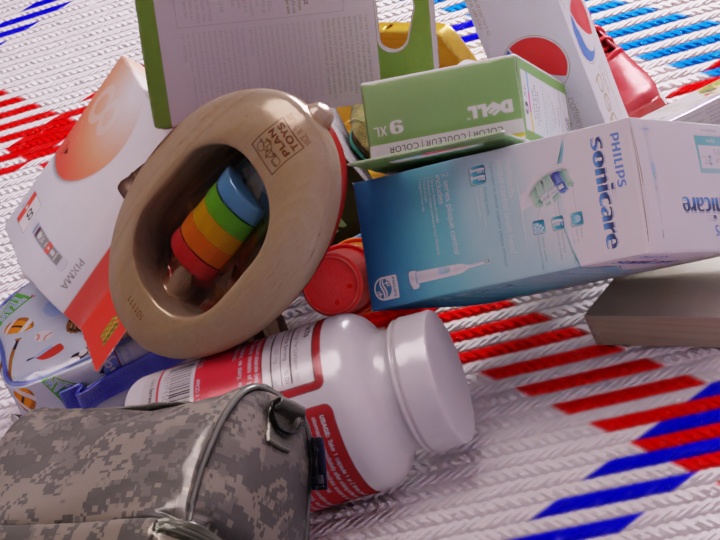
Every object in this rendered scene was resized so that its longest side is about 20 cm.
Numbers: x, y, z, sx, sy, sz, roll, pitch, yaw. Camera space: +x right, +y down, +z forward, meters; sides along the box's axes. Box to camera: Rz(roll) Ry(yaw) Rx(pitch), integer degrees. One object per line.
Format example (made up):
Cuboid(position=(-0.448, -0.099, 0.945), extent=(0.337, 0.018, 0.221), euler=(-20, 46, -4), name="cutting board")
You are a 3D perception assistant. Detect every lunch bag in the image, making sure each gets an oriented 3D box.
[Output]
Cuboid(position=(-0.171, 0.046, 1.783), extent=(0.199, 0.076, 0.160), euler=(-27, 29, -4), name="lunch bag")
Cuboid(position=(-0.127, 0.151, 1.415), extent=(0.199, 0.139, 0.169), euler=(-7, 62, 35), name="lunch bag")

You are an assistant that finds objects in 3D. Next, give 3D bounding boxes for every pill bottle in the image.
Cuboid(position=(-0.036, 0.093, 1.529), extent=(0.199, 0.113, 0.112), euler=(-17, 27, 15), name="pill bottle")

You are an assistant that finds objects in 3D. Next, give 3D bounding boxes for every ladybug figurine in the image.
Cuboid(position=(-0.074, -0.029, 1.525), extent=(0.200, 0.136, 0.072), euler=(-44, -22, 28), name="ladybug figurine")

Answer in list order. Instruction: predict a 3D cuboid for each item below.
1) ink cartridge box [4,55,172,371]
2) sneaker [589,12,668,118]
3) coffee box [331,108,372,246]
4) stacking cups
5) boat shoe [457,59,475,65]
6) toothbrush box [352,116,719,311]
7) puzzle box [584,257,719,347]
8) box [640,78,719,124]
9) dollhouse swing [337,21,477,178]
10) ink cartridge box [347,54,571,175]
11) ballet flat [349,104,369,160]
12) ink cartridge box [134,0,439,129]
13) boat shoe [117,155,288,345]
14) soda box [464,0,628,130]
Cuboid(position=(-0.177, -0.043, 1.738), extent=(0.163, 0.050, 0.200), euler=(-54, 26, 12), name="ink cartridge box")
Cuboid(position=(0.153, -0.171, 1.854), extent=(0.078, 0.116, 0.200), euler=(-31, 26, -13), name="sneaker")
Cuboid(position=(-0.069, -0.082, 1.765), extent=(0.114, 0.080, 0.200), euler=(-36, 34, 8), name="coffee box")
Cuboid(position=(0.000, 0.000, 1.630), extent=(0.060, 0.061, 0.200), euler=(-17, -2, 15), name="stacking cups")
Cuboid(position=(0.085, -0.093, 1.830), extent=(0.065, 0.072, 0.200), euler=(12, 29, 9), name="boat shoe")
Cuboid(position=(0.119, -0.033, 1.535), extent=(0.199, 0.086, 0.146), euler=(-11, -5, 34), name="toothbrush box")
Cuboid(position=(0.247, -0.019, 1.589), extent=(0.133, 0.026, 0.200), euler=(-1, 35, 43), name="puzzle box")
Cuboid(position=(0.227, -0.096, 1.670), extent=(0.199, 0.042, 0.039), euler=(-27, 19, -32), name="box")
Cuboid(position=(-0.034, -0.160, 1.933), extent=(0.181, 0.177, 0.200), euler=(6, 39, 48), name="dollhouse swing")
Cuboid(position=(0.064, -0.095, 1.574), extent=(0.103, 0.060, 0.200), euler=(-9, -5, 17), name="ink cartridge box")
Cuboid(position=(0.025, -0.128, 1.806), extent=(0.070, 0.071, 0.200), euler=(-22, 19, 6), name="ballet flat")
Cuboid(position=(-0.051, -0.185, 1.677), extent=(0.199, 0.149, 0.076), euler=(-6, 32, 0), name="ink cartridge box")
Cuboid(position=(-0.103, 0.012, 1.634), extent=(0.075, 0.203, 0.075), euler=(-26, 22, -8), name="boat shoe")
Cuboid(position=(0.135, -0.129, 1.695), extent=(0.063, 0.201, 0.068), euler=(-15, 27, 20), name="soda box")
